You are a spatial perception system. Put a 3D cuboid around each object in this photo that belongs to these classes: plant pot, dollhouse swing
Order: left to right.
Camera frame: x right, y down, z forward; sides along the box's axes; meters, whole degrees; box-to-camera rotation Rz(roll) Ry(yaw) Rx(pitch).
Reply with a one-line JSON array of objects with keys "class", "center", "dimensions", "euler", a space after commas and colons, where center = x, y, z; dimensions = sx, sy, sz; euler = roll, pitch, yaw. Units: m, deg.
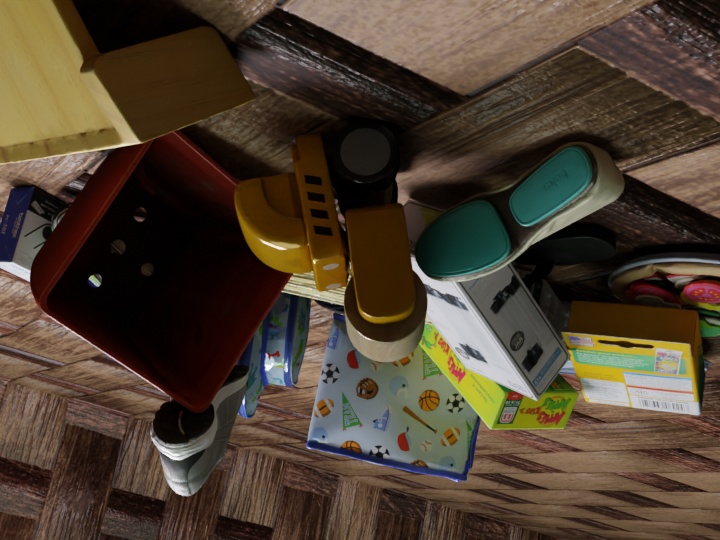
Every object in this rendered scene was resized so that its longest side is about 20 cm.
[{"class": "dollhouse swing", "center": [-0.223, -0.183, 0.859], "dimensions": [0.199, 0.178, 0.181], "euler": [-3, -161, 39]}, {"class": "plant pot", "center": [-0.210, -0.012, 1.109], "dimensions": [0.200, 0.201, 0.176], "euler": [40, 167, -32]}]

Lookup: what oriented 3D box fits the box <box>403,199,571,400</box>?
[{"class": "box", "center": [0.110, 0.029, 1.097], "dimensions": [0.116, 0.060, 0.200], "euler": [21, 155, 53]}]

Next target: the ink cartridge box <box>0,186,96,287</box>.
[{"class": "ink cartridge box", "center": [-0.351, -0.018, 1.376], "dimensions": [0.044, 0.095, 0.200], "euler": [1, 160, 33]}]

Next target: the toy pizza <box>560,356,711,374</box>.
[{"class": "toy pizza", "center": [0.322, 0.106, 1.371], "dimensions": [0.198, 0.032, 0.200], "euler": [1, 171, 0]}]

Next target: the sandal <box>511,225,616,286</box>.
[{"class": "sandal", "center": [0.159, -0.010, 1.123], "dimensions": [0.199, 0.046, 0.075], "euler": [-4, 157, 43]}]

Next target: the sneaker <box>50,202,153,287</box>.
[{"class": "sneaker", "center": [-0.274, -0.002, 1.300], "dimensions": [0.200, 0.078, 0.085], "euler": [44, 176, -9]}]

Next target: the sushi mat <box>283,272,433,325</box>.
[{"class": "sushi mat", "center": [0.000, 0.000, 1.228], "dimensions": [0.198, 0.097, 0.012], "euler": [12, -153, 0]}]

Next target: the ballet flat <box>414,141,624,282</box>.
[{"class": "ballet flat", "center": [0.134, -0.044, 0.950], "dimensions": [0.199, 0.070, 0.069], "euler": [-28, 141, 37]}]

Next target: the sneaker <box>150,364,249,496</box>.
[{"class": "sneaker", "center": [-0.161, 0.151, 1.140], "dimensions": [0.073, 0.080, 0.200], "euler": [3, -158, 9]}]

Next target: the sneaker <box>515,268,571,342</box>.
[{"class": "sneaker", "center": [0.196, 0.051, 1.262], "dimensions": [0.199, 0.076, 0.081], "euler": [23, 169, -31]}]

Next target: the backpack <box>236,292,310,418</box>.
[{"class": "backpack", "center": [-0.135, 0.070, 1.321], "dimensions": [0.145, 0.202, 0.183], "euler": [11, 162, 4]}]

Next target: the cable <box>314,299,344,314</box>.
[{"class": "cable", "center": [0.021, 0.033, 1.373], "dimensions": [0.199, 0.051, 0.162], "euler": [20, 167, -37]}]

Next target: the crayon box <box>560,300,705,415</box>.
[{"class": "crayon box", "center": [0.282, 0.085, 1.154], "dimensions": [0.124, 0.052, 0.200], "euler": [5, 156, 21]}]

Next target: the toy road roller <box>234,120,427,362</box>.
[{"class": "toy road roller", "center": [-0.028, -0.020, 0.970], "dimensions": [0.144, 0.202, 0.123], "euler": [-10, 163, -2]}]

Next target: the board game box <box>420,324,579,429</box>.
[{"class": "board game box", "center": [0.142, 0.098, 1.253], "dimensions": [0.101, 0.048, 0.200], "euler": [4, -153, -30]}]

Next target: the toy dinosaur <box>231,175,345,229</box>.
[{"class": "toy dinosaur", "center": [-0.059, -0.058, 1.105], "dimensions": [0.199, 0.059, 0.101], "euler": [22, 162, -29]}]

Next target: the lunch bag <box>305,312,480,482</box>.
[{"class": "lunch bag", "center": [0.050, 0.156, 1.374], "dimensions": [0.198, 0.172, 0.124], "euler": [10, 175, 7]}]

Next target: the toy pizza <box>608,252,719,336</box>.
[{"class": "toy pizza", "center": [0.347, 0.032, 1.127], "dimensions": [0.198, 0.032, 0.200], "euler": [11, 163, 3]}]
